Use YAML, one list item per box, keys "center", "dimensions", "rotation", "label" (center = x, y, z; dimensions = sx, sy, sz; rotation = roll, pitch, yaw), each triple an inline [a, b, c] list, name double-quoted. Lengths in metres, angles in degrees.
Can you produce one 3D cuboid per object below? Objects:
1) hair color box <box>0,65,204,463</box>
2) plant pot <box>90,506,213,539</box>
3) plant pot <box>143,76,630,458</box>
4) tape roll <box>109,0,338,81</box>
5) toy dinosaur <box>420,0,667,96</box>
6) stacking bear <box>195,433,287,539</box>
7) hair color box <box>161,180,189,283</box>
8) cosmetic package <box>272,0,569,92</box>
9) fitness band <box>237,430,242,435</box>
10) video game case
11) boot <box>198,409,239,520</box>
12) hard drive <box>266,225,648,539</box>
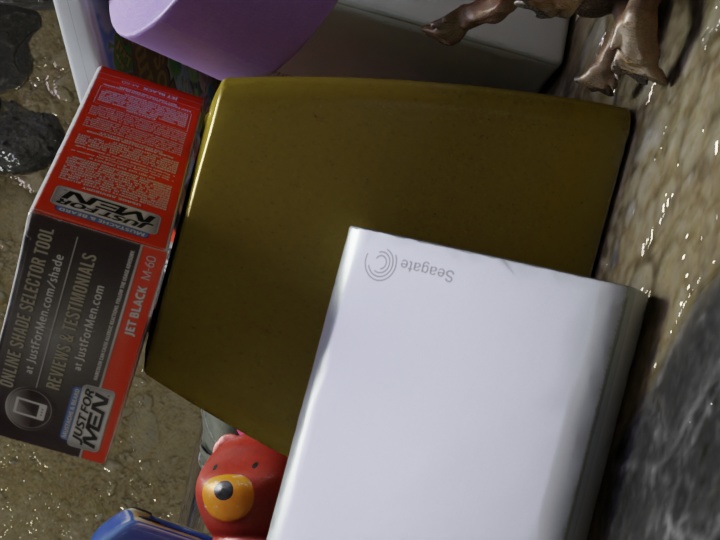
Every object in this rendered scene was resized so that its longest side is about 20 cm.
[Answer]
- center: [-0.124, -0.011, 0.708]
  dimensions: [0.200, 0.064, 0.111]
  rotation: [-90, 18, -65]
  label: "hair color box"
- center: [-0.122, 0.267, 0.990]
  dimensions: [0.200, 0.199, 0.181]
  rotation: [146, 145, -79]
  label: "plant pot"
- center: [-0.004, 0.000, 0.717]
  dimensions: [0.200, 0.176, 0.201]
  rotation: [-164, 90, -83]
  label: "plant pot"
- center: [-0.050, -0.194, 0.717]
  dimensions: [0.200, 0.065, 0.201]
  rotation: [-41, 38, 43]
  label: "tape roll"
- center: [0.103, -0.153, 0.622]
  dimensions: [0.136, 0.086, 0.200]
  rotation: [-69, 13, -5]
  label: "toy dinosaur"
- center: [-0.057, 0.191, 0.834]
  dimensions: [0.114, 0.121, 0.201]
  rotation: [19, -111, -56]
  label: "stacking bear"
- center: [-0.117, -0.012, 1.051]
  dimensions: [0.102, 0.061, 0.200]
  rotation: [64, -166, 12]
  label: "hair color box"
- center: [0.023, -0.170, 0.880]
  dimensions: [0.200, 0.166, 0.168]
  rotation: [124, 159, -68]
  label: "cosmetic package"
- center: [-0.042, 0.076, 0.902]
  dimensions: [0.200, 0.037, 0.144]
  rotation: [57, 153, 16]
  label: "fitness band"
- center: [-0.119, -0.148, 0.854]
  dimensions: [0.182, 0.022, 0.201]
  rotation: [-66, -27, -50]
  label: "video game case"
- center: [-0.105, 0.119, 1.148]
  dimensions: [0.200, 0.067, 0.131]
  rotation: [-114, 34, -79]
  label: "boot"
- center: [0.026, 0.092, 0.579]
  dimensions: [0.027, 0.131, 0.201]
  rotation: [18, -94, -54]
  label: "hard drive"
